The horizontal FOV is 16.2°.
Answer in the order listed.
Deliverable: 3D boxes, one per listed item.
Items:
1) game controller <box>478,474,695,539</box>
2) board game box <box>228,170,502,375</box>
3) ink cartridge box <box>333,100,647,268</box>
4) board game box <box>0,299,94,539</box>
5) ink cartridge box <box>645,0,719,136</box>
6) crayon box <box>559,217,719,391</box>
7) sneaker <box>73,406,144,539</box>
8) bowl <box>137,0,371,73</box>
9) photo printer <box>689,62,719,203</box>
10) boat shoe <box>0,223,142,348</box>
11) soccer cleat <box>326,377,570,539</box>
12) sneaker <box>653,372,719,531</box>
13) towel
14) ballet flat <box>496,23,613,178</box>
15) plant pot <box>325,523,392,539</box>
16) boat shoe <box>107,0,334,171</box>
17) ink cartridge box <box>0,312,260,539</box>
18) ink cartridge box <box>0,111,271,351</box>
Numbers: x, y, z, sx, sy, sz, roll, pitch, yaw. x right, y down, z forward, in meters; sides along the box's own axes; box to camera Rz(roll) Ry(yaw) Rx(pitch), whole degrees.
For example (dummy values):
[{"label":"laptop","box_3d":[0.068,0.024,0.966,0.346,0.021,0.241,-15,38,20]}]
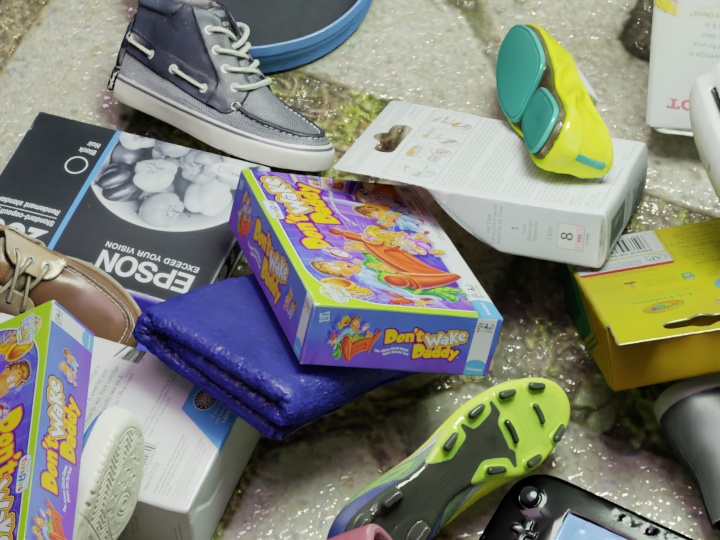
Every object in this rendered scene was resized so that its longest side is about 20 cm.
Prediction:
[{"label":"game controller","box_3d":[0.169,0.209,1.645,0.199,0.042,0.104,23,56,22]},{"label":"board game box","box_3d":[0.000,0.000,1.737,0.134,0.045,0.200,5,26,-21]},{"label":"ink cartridge box","box_3d":[0.097,-0.064,1.827,0.199,0.057,0.163,6,23,15]},{"label":"board game box","box_3d":[-0.243,0.130,1.614,0.134,0.045,0.201,-24,44,26]},{"label":"ink cartridge box","box_3d":[0.291,-0.201,1.860,0.145,0.201,0.088,6,24,11]},{"label":"crayon box","box_3d":[0.215,0.026,1.725,0.126,0.051,0.200,-10,19,-3]},{"label":"sneaker","box_3d":[-0.219,0.172,1.646,0.111,0.077,0.201,19,93,23]},{"label":"bowl","box_3d":[-0.082,-0.237,2.030,0.200,0.039,0.201,-3,51,3]},{"label":"photo printer","box_3d":[0.305,-0.047,1.741,0.069,0.200,0.167,-36,44,21]},{"label":"boat shoe","box_3d":[-0.246,0.008,1.790,0.199,0.072,0.076,25,89,16]},{"label":"soccer cleat","box_3d":[0.054,0.136,1.692,0.200,0.084,0.065,-37,98,-21]},{"label":"sneaker","box_3d":[0.307,0.110,1.705,0.199,0.075,0.107,-16,63,-7]},{"label":"towel","box_3d":[-0.043,0.050,1.738,0.147,0.050,0.200,28,28,29]},{"label":"ballet flat","box_3d":[0.145,-0.118,1.842,0.067,0.067,0.200,22,22,-16]},{"label":"plant pot","box_3d":[-0.037,0.276,1.525,0.178,0.200,0.201,-21,51,7]},{"label":"boat shoe","box_3d":[-0.100,-0.147,1.912,0.199,0.093,0.075,23,19,22]},{"label":"ink cartridge box","box_3d":[-0.183,0.113,1.735,0.199,0.068,0.116,16,54,16]},{"label":"ink cartridge box","box_3d":[-0.191,-0.016,1.858,0.197,0.043,0.201,14,55,16]}]
